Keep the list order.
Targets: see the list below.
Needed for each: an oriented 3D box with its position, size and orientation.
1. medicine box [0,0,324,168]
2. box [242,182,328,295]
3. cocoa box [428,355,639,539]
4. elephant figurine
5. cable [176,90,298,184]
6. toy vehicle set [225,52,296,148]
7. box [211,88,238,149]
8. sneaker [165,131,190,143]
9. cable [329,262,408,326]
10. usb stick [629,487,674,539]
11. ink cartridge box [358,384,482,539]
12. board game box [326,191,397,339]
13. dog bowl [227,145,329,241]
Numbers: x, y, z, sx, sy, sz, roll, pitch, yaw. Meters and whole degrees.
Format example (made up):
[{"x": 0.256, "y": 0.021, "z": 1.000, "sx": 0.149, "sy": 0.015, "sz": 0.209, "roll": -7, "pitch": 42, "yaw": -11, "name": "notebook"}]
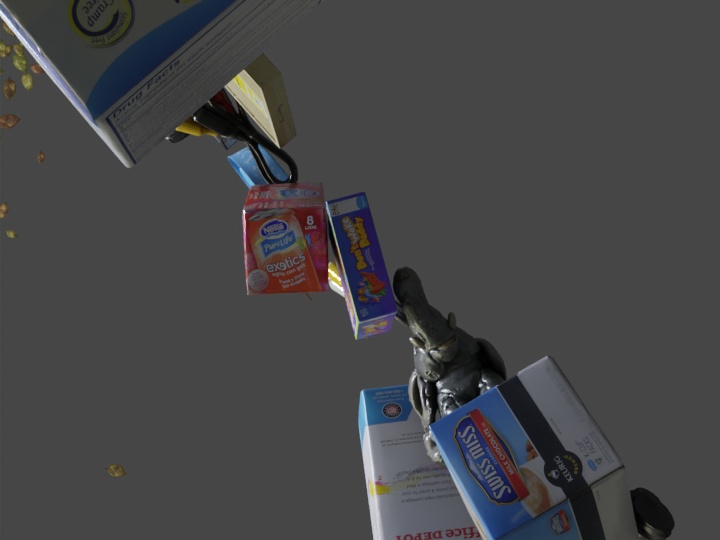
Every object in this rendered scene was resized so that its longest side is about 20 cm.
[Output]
[{"x": -0.110, "y": -0.167, "z": 0.681, "sx": 0.103, "sy": 0.182, "sz": 0.200, "roll": 49, "pitch": 174, "yaw": -3, "name": "medicine box"}, {"x": -0.086, "y": -0.041, "z": 1.351, "sx": 0.200, "sy": 0.095, "sz": 0.101, "roll": -102, "pitch": 9, "yaw": -78, "name": "box"}, {"x": 0.164, "y": 0.204, "z": 1.052, "sx": 0.134, "sy": 0.131, "sz": 0.200, "roll": 60, "pitch": 177, "yaw": 38, "name": "cocoa box"}, {"x": 0.107, "y": 0.115, "z": 1.243, "sx": 0.141, "sy": 0.156, "sz": 0.201, "roll": 1, "pitch": -140, "yaw": -34, "name": "elephant figurine"}, {"x": -0.156, "y": -0.188, "z": 1.489, "sx": 0.199, "sy": 0.098, "sz": 0.050, "roll": 30, "pitch": -169, "yaw": -19, "name": "cable"}, {"x": -0.126, "y": -0.213, "z": 1.240, "sx": 0.124, "sy": 0.026, "sz": 0.200, "roll": 49, "pitch": 174, "yaw": 9, "name": "toy vehicle set"}, {"x": -0.254, "y": -0.286, "z": 1.609, "sx": 0.200, "sy": 0.050, "sz": 0.199, "roll": 48, "pitch": 172, "yaw": 18, "name": "box"}, {"x": -0.355, "y": -0.322, "z": 2.056, "sx": 0.116, "sy": 0.075, "sz": 0.200, "roll": 52, "pitch": 165, "yaw": 20, "name": "sneaker"}, {"x": 0.017, "y": 0.047, "z": 1.623, "sx": 0.097, "sy": 0.050, "sz": 0.200, "roll": 47, "pitch": 177, "yaw": -40, "name": "cable"}, {"x": 0.282, "y": 0.254, "z": 1.151, "sx": 0.056, "sy": 0.033, "sz": 0.200, "roll": 48, "pitch": 173, "yaw": 19, "name": "usb stick"}, {"x": 0.081, "y": 0.252, "z": 1.352, "sx": 0.146, "sy": 0.145, "sz": 0.202, "roll": 93, "pitch": 171, "yaw": -64, "name": "ink cartridge box"}, {"x": 0.000, "y": 0.000, "z": 1.308, "sx": 0.200, "sy": 0.044, "sz": 0.136, "roll": 94, "pitch": 161, "yaw": -81, "name": "board game box"}, {"x": -0.116, "y": -0.107, "z": 1.708, "sx": 0.200, "sy": 0.049, "sz": 0.111, "roll": 51, "pitch": 174, "yaw": -5, "name": "dog bowl"}]
